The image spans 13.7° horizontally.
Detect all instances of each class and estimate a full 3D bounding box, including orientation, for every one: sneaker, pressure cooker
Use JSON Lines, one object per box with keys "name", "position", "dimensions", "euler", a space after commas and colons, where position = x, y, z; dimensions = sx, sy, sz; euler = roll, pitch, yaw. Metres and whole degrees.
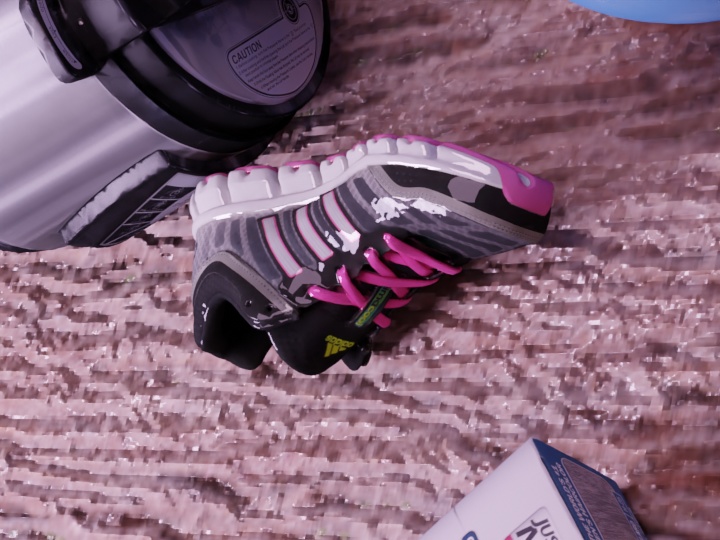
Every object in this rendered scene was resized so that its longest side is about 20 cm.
{"name": "sneaker", "position": [0.000, 0.000, 1.225], "dimensions": [0.199, 0.074, 0.088], "euler": [-8, 67, 44]}
{"name": "pressure cooker", "position": [-0.111, -0.116, 1.309], "dimensions": [0.200, 0.178, 0.177], "euler": [-27, 50, 32]}

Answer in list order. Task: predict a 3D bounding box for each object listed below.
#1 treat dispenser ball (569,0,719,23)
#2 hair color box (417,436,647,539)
{"name": "treat dispenser ball", "position": [0.119, -0.193, 1.114], "dimensions": [0.200, 0.201, 0.202], "euler": [-21, 56, 35]}
{"name": "hair color box", "position": [0.029, 0.168, 1.118], "dimensions": [0.200, 0.060, 0.100], "euler": [-44, 46, 19]}
